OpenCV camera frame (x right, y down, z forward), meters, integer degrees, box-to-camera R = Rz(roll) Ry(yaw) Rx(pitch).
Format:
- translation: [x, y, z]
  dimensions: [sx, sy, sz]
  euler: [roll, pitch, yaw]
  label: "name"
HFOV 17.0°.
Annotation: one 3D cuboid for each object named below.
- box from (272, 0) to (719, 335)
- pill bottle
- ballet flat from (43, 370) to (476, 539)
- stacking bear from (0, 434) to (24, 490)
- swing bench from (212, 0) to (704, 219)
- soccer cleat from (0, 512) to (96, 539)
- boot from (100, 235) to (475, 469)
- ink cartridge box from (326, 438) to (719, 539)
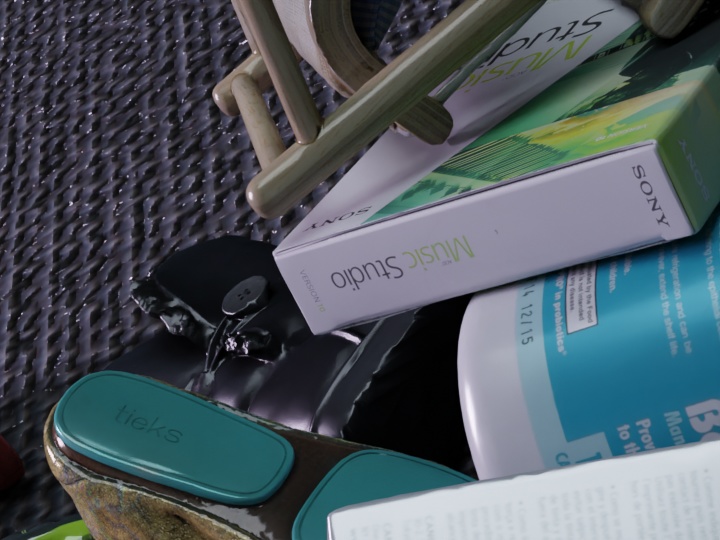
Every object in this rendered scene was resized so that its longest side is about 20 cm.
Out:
- translation: [0.076, -0.056, 0.786]
  dimensions: [0.144, 0.036, 0.200]
  euler: [-16, 22, 36]
  label: "box"
- translation: [0.137, 0.024, 0.707]
  dimensions: [0.200, 0.111, 0.111]
  euler: [-21, 30, 25]
  label: "pill bottle"
- translation: [-0.017, 0.089, 0.804]
  dimensions: [0.200, 0.071, 0.071]
  euler: [18, 52, 26]
  label: "ballet flat"
- translation: [-0.259, 0.111, 1.002]
  dimensions: [0.200, 0.114, 0.121]
  euler: [-48, 31, -18]
  label: "stacking bear"
- translation: [0.026, -0.131, 0.816]
  dimensions: [0.200, 0.130, 0.199]
  euler: [-23, 16, -1]
  label: "swing bench"
- translation: [-0.154, 0.145, 0.880]
  dimensions: [0.200, 0.068, 0.081]
  euler: [-34, 15, 0]
  label: "soccer cleat"
- translation: [0.000, 0.000, 0.927]
  dimensions: [0.168, 0.076, 0.200]
  euler: [12, 58, 49]
  label: "boot"
- translation: [0.097, 0.123, 0.600]
  dimensions: [0.200, 0.047, 0.160]
  euler: [-10, 64, 10]
  label: "ink cartridge box"
